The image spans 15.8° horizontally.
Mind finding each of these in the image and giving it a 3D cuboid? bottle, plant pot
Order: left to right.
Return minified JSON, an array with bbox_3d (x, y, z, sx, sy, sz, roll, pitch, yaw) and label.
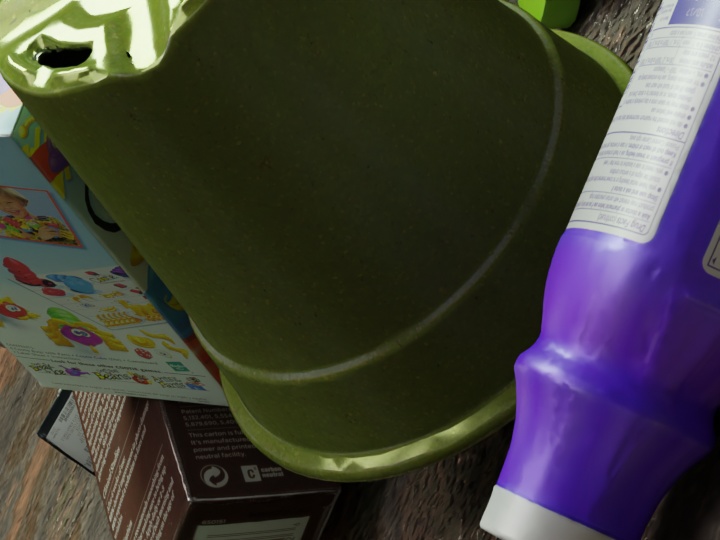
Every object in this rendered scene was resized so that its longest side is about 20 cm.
[{"bbox_3d":[-0.025,-0.060,0.918,0.199,0.190,0.201,-25,43,25],"label":"plant pot"},{"bbox_3d":[0.096,-0.005,0.784,0.201,0.065,0.084,-67,13,-3],"label":"bottle"}]

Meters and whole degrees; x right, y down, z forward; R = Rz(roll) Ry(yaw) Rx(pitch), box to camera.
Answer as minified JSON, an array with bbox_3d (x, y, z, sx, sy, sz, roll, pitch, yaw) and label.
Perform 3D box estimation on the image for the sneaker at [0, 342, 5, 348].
[{"bbox_3d":[-0.172,0.034,1.531,0.200,0.114,0.075,84,-155,-68],"label":"sneaker"}]

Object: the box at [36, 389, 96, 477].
[{"bbox_3d":[-0.083,-0.002,1.372,0.159,0.046,0.200,-57,-3,34],"label":"box"}]

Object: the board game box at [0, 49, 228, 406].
[{"bbox_3d":[-0.115,-0.042,1.031,0.104,0.200,0.103,4,61,27],"label":"board game box"}]

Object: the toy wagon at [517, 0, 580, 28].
[{"bbox_3d":[0.084,-0.182,1.085,0.155,0.039,0.201,-115,24,-59],"label":"toy wagon"}]

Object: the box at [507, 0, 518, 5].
[{"bbox_3d":[-0.008,-0.174,1.173,0.156,0.199,0.041,-65,15,6],"label":"box"}]

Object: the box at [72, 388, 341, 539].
[{"bbox_3d":[-0.078,0.054,1.155,0.100,0.075,0.201,111,147,-43],"label":"box"}]
